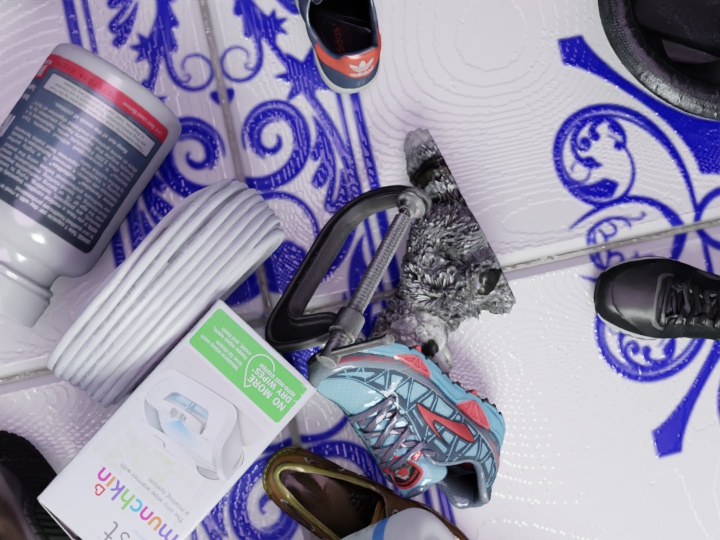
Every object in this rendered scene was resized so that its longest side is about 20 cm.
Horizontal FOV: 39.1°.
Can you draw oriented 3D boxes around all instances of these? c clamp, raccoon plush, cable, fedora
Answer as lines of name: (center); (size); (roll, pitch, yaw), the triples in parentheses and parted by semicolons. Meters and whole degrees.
c clamp: (0.000, 0.000, 0.785); (0.027, 0.170, 0.201); (45, 49, -25)
raccoon plush: (0.041, -0.004, 0.860); (0.133, 0.097, 0.201); (-27, 58, 5)
cable: (-0.142, 0.017, 0.759); (0.069, 0.200, 0.200); (43, 85, -4)
fedora: (0.291, -0.215, 0.886); (0.199, 0.092, 0.202); (1, 84, -6)

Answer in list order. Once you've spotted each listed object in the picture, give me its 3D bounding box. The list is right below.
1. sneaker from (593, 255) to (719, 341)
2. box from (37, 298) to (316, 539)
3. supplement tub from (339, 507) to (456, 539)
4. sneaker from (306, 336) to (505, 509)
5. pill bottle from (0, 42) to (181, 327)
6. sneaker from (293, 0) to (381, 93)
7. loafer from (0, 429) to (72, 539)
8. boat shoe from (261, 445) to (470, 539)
sneaker: (0.303, 0.027, 0.866); (0.198, 0.088, 0.076); (9, 84, -5)
box: (-0.125, 0.124, 0.751); (0.097, 0.200, 0.177); (42, 82, 0)
supplement tub: (-0.015, 0.272, 0.750); (0.199, 0.132, 0.133); (-30, 88, 16)
sneaker: (0.041, 0.123, 0.787); (0.199, 0.079, 0.096); (31, 47, -27)
pill bottle: (-0.241, -0.064, 0.796); (0.119, 0.120, 0.201); (32, 81, -3)
sneaker: (-0.030, -0.254, 0.857); (0.075, 0.085, 0.201); (-25, 87, -8)
loafer: (-0.246, 0.198, 0.762); (0.073, 0.200, 0.071); (21, 100, -45)
boat shoe: (0.009, 0.210, 0.823); (0.199, 0.068, 0.072); (26, 80, -4)
